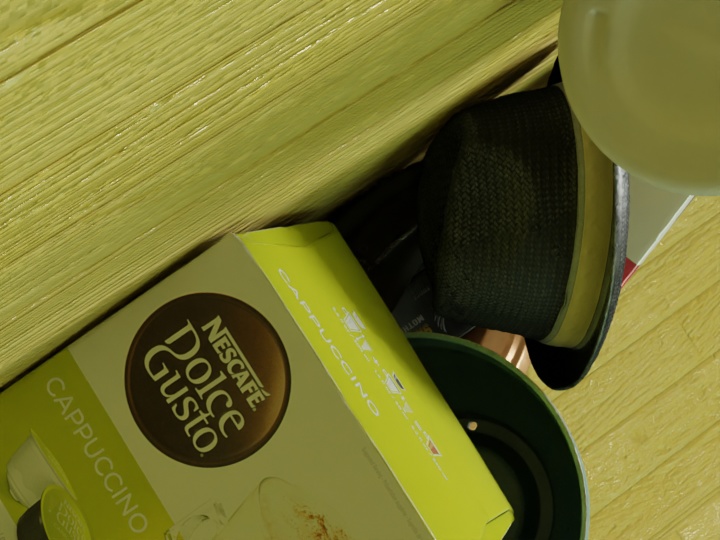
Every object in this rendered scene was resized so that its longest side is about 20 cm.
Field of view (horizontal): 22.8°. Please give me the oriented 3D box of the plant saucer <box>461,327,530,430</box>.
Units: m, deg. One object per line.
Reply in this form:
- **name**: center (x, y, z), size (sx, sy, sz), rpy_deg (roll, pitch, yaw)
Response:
- **plant saucer**: center (0.032, 0.058, 1.304), size (0.199, 0.038, 0.201), rpy_deg (-21, -142, 17)

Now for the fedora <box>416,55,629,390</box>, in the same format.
- **fedora**: center (0.083, -0.030, 0.994), size (0.091, 0.202, 0.201), rpy_deg (0, 170, -9)

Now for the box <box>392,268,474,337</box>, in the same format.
- **box**: center (0.008, 0.055, 1.179), size (0.200, 0.048, 0.158), rpy_deg (-34, 176, 2)

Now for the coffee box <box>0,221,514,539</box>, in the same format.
- **coffee box**: center (-0.061, 0.110, 0.912), size (0.197, 0.200, 0.200), rpy_deg (-34, 176, 11)

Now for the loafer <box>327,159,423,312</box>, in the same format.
- **loafer**: center (0.000, 0.000, 1.074), size (0.200, 0.072, 0.073), rpy_deg (-34, 177, -11)

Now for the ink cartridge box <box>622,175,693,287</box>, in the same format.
- **ink cartridge box**: center (0.187, -0.080, 1.156), size (0.200, 0.084, 0.145), rpy_deg (-54, 175, 15)

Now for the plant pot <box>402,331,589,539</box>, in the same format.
- **plant pot**: center (0.048, 0.143, 1.064), size (0.200, 0.201, 0.134), rpy_deg (-35, 164, 10)

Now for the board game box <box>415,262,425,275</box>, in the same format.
- **board game box**: center (0.011, -0.007, 1.224), size (0.200, 0.056, 0.196), rpy_deg (-34, 177, -2)

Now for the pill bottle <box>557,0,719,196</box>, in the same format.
- **pill bottle**: center (0.171, -0.109, 0.769), size (0.119, 0.120, 0.200), rpy_deg (-36, 176, 29)
